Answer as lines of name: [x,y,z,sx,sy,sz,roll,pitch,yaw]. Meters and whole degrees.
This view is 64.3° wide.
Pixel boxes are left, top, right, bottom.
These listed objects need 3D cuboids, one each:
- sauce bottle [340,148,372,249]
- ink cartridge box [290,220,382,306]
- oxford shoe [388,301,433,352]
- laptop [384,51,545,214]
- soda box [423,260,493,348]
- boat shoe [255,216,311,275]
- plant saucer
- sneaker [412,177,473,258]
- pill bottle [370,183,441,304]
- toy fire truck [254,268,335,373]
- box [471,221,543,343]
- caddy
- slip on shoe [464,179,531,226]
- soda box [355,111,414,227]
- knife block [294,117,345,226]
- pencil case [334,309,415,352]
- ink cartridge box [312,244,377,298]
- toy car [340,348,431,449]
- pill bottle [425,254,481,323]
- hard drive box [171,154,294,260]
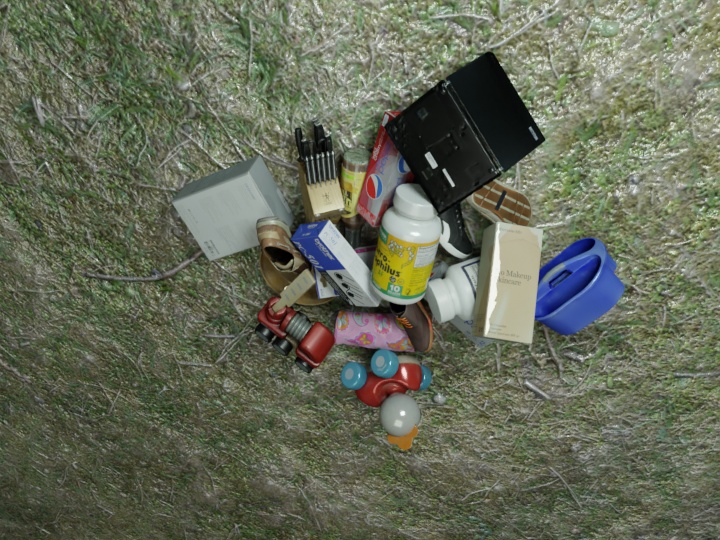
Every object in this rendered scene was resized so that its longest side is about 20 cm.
sauce bottle: [-0.011,-0.135,1.129,0.063,0.065,0.203,9,126,6]
ink cartridge box: [-0.041,-0.009,1.129,0.093,0.045,0.201,-1,136,48]
oxford shoe: [0.095,0.092,1.195,0.070,0.072,0.203,-6,113,40]
laptop: [0.174,-0.229,0.958,0.198,0.103,0.179,-32,94,28]
soda box: [0.219,0.075,1.231,0.199,0.064,0.068,40,126,-16]
boat shoe: [-0.153,-0.031,1.150,0.074,0.073,0.200,-13,151,17]
plant saucer: [-0.124,-0.012,1.264,0.196,0.036,0.203,6,126,8]
sneaker: [0.181,-0.117,1.092,0.111,0.074,0.200,-31,113,32]
pill bottle: [0.086,-0.049,1.052,0.110,0.113,0.203,13,123,3]
toy fire truck: [-0.127,0.105,1.226,0.175,0.129,0.200,36,157,4]
box: [0.263,0.024,1.028,0.093,0.078,0.205,7,84,-4]
caddy: [0.404,0.028,1.106,0.104,0.143,0.200,33,125,-16]
slip on shoe: [0.246,-0.126,1.056,0.198,0.060,0.077,17,102,-42]
soda box: [0.057,-0.183,1.049,0.063,0.069,0.203,42,127,34]
knife block: [-0.085,-0.184,1.110,0.063,0.179,0.200,-12,172,-11]
pencil case: [0.036,0.137,1.310,0.195,0.088,0.089,3,127,11]
ink cartridge box: [0.000,0.000,1.213,0.196,0.037,0.096,-10,124,-2]
toy car: [0.070,0.311,1.314,0.175,0.204,0.183,-25,146,28]
pill bottle: [0.232,0.031,1.121,0.196,0.111,0.113,-19,124,-7]
hard drive box: [-0.261,-0.125,1.187,0.196,0.077,0.158,-14,122,22]
